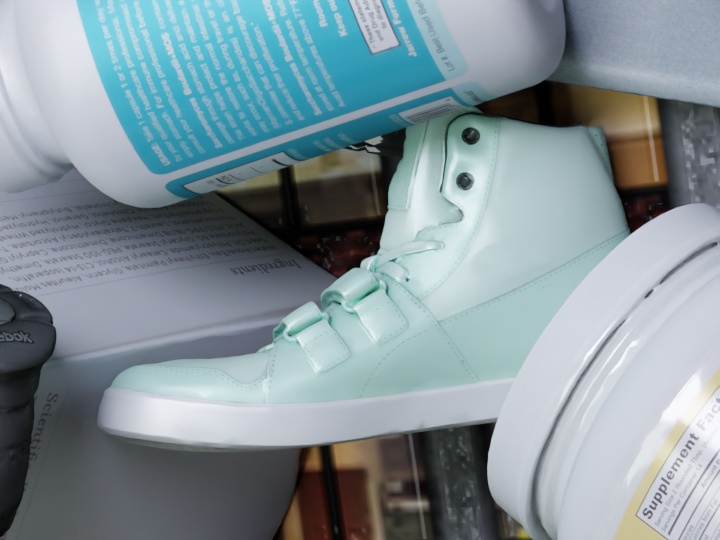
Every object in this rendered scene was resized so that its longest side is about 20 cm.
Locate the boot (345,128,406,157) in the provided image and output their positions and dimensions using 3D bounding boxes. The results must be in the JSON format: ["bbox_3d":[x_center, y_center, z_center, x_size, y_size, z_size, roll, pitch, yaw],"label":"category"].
[{"bbox_3d":[-0.047,-0.122,1.014,0.199,0.070,0.132,9,103,6],"label":"boot"}]

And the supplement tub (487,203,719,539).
[{"bbox_3d":[0.153,0.083,0.863,0.200,0.145,0.146,37,117,28],"label":"supplement tub"}]

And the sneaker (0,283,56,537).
[{"bbox_3d":[-0.187,0.037,0.913,0.199,0.076,0.091,18,111,37],"label":"sneaker"}]

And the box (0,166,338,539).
[{"bbox_3d":[-0.132,0.074,1.043,0.131,0.200,0.200,34,114,28],"label":"box"}]

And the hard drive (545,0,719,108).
[{"bbox_3d":[0.139,-0.122,0.912,0.199,0.033,0.140,12,104,35],"label":"hard drive"}]

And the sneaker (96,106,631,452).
[{"bbox_3d":[0.000,0.000,0.960,0.074,0.199,0.119,165,96,-76],"label":"sneaker"}]

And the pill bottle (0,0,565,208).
[{"bbox_3d":[-0.039,-0.088,0.925,0.199,0.111,0.111,-17,87,15],"label":"pill bottle"}]
